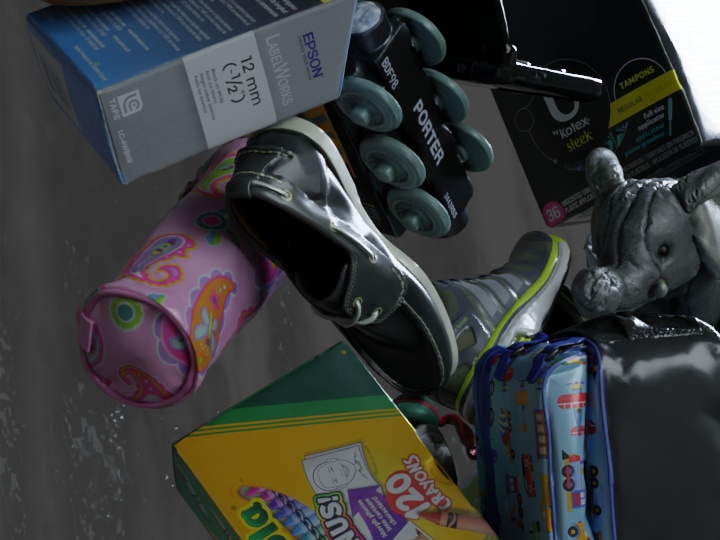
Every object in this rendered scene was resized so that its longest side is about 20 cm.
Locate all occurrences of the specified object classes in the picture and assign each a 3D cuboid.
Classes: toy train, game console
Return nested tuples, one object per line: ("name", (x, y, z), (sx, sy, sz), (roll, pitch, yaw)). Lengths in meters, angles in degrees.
("toy train", (0.006, -0.096, 1.476), (0.085, 0.114, 0.200), (-58, 144, -25))
("game console", (0.043, -0.185, 1.535), (0.176, 0.200, 0.116), (5, 97, -48))

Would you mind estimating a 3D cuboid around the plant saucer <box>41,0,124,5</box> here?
("plant saucer", (-0.117, -0.202, 1.397), (0.200, 0.200, 0.032), (-51, 130, -52))

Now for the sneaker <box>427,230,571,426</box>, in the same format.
("sneaker", (0.079, 0.025, 1.495), (0.081, 0.074, 0.200), (23, 30, 6))

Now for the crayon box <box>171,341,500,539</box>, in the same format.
("crayon box", (-0.002, 0.151, 1.298), (0.119, 0.058, 0.200), (-31, 65, -18))

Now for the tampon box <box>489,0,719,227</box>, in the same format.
("tampon box", (0.188, -0.155, 1.746), (0.126, 0.150, 0.200), (-8, 72, -52))

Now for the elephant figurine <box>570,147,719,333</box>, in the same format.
("elephant figurine", (0.202, -0.023, 1.571), (0.155, 0.141, 0.200), (65, 7, 32))

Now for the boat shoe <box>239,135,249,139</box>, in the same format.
("boat shoe", (-0.098, -0.162, 1.495), (0.066, 0.075, 0.199), (-3, 62, -5))

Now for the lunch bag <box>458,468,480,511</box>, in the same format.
("lunch bag", (0.136, 0.214, 1.496), (0.200, 0.082, 0.161), (49, 35, -15))

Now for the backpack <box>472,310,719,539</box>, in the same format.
("backpack", (0.133, 0.112, 1.349), (0.134, 0.200, 0.183), (-4, 93, -17))

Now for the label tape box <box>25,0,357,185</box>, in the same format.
("label tape box", (-0.075, -0.134, 1.356), (0.143, 0.200, 0.066), (-135, -152, -57))

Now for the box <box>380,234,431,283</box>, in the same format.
("box", (0.000, 0.000, 1.515), (0.200, 0.039, 0.041), (44, 39, -20))

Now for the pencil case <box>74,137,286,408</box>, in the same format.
("pencil case", (-0.092, -0.003, 1.377), (0.087, 0.087, 0.200), (50, 37, -12))

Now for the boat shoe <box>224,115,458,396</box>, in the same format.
("boat shoe", (-0.013, 0.006, 1.356), (0.200, 0.072, 0.068), (55, 36, -28))

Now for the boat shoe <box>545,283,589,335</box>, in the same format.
("boat shoe", (0.156, 0.094, 1.595), (0.201, 0.072, 0.061), (58, 11, 10))

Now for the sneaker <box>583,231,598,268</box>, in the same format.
("sneaker", (0.236, -0.022, 1.778), (0.109, 0.070, 0.200), (49, 41, -17))

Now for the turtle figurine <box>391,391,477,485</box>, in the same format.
("turtle figurine", (0.012, 0.142, 1.390), (0.150, 0.101, 0.200), (31, 51, -32))
